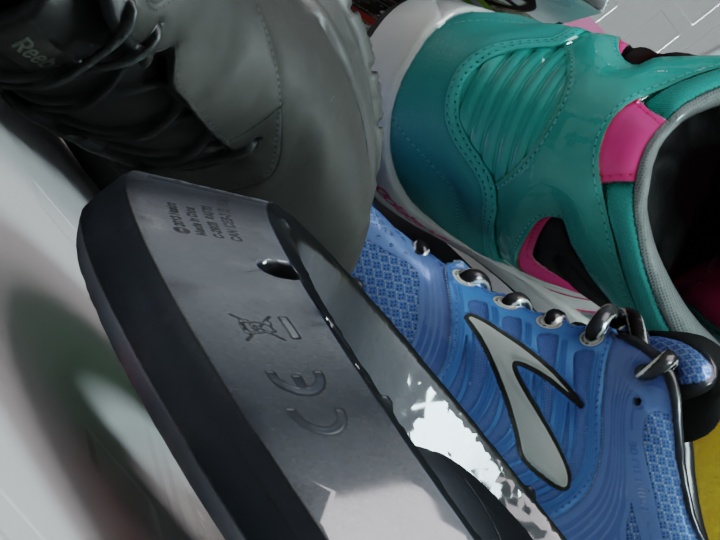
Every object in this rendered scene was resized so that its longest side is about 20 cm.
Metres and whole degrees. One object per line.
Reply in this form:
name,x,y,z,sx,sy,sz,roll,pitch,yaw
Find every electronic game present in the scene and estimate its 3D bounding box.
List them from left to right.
electronic game,0.020,0.065,0.489,0.200,0.042,0.200,53,4,-5

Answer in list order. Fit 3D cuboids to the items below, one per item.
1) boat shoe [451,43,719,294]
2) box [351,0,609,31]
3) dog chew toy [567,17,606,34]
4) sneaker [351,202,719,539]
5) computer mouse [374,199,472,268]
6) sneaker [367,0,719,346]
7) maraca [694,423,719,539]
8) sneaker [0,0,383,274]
boat shoe,0.082,-0.022,0.941,0.072,0.200,0.069,53,-26,28
box,-0.038,-0.124,0.786,0.200,0.038,0.137,29,-12,-18
dog chew toy,0.045,-0.043,1.037,0.125,0.125,0.200,56,-13,45
sneaker,0.040,0.032,0.712,0.200,0.089,0.079,52,6,8
computer mouse,0.000,0.000,0.837,0.139,0.053,0.200,50,4,-45
sneaker,0.097,-0.012,0.781,0.121,0.084,0.200,22,0,40
maraca,0.123,0.085,1.087,0.107,0.137,0.200,24,-1,-6
sneaker,-0.055,-0.057,0.613,0.091,0.076,0.200,-82,150,-48
